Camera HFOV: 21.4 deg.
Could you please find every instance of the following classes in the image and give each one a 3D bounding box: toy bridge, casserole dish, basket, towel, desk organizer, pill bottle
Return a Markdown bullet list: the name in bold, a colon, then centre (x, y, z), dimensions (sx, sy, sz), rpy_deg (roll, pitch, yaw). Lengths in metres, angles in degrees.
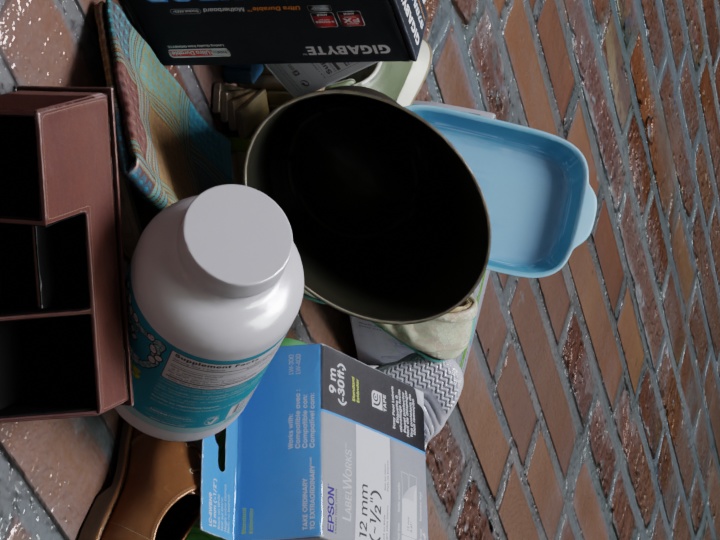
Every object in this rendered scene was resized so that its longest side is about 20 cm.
- **toy bridge**: centre (-0.140, -0.033, 1.332), dimensions (0.200, 0.027, 0.068), rpy_deg (56, 44, -56)
- **casserole dish**: centre (0.095, -0.064, 1.567), dimensions (0.039, 0.198, 0.122), rpy_deg (93, 10, -85)
- **basket**: centre (-0.003, -0.063, 1.334), dimensions (0.136, 0.180, 0.200), rpy_deg (-51, -168, 7)
- **towel**: centre (-0.123, -0.078, 1.303), dimensions (0.200, 0.022, 0.148), rpy_deg (52, 20, -57)
- **desk organizer**: centre (-0.194, -0.007, 1.157), dimensions (0.077, 0.071, 0.202), rpy_deg (-27, 118, -61)
- **pill bottle**: centre (-0.101, 0.024, 1.223), dimensions (0.200, 0.110, 0.111), rpy_deg (121, -9, -57)

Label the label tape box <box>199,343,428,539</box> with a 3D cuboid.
- **label tape box**: centre (-0.030, 0.135, 1.367), dimensions (0.200, 0.066, 0.144), rpy_deg (30, 53, -50)

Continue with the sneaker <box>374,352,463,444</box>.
- **sneaker**: centre (0.011, 0.111, 1.548), dimensions (0.076, 0.200, 0.114), rpy_deg (46, 29, -9)

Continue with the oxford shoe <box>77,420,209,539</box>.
- **oxford shoe**: centre (-0.132, 0.137, 1.327), dimensions (0.071, 0.071, 0.201), rpy_deg (58, 40, -51)

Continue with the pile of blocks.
- **pile of blocks**: centre (-0.067, -0.145, 1.447), dimensions (0.082, 0.062, 0.202), rpy_deg (-6, 99, -67)

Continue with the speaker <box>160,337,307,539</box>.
- **speaker**: centre (-0.084, 0.142, 1.421), dimensions (0.201, 0.088, 0.089), rpy_deg (-61, 147, -45)

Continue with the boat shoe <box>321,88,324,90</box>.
- **boat shoe**: centre (-0.024, -0.222, 1.532), dimensions (0.071, 0.064, 0.202), rpy_deg (43, 54, -61)

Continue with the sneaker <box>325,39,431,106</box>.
- **sneaker**: centre (-0.010, -0.126, 1.598), dimensions (0.090, 0.067, 0.202), rpy_deg (33, 70, -43)

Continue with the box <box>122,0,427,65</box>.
- **box**: centre (-0.070, -0.206, 1.255), dimensions (0.159, 0.198, 0.046), rpy_deg (67, 32, -48)

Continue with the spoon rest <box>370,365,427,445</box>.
- **spoon rest**: centre (0.004, 0.180, 1.644), dimensions (0.061, 0.099, 0.202), rpy_deg (-24, -130, 65)

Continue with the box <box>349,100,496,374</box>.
- **box**: centre (0.062, -0.016, 1.684), dimensions (0.177, 0.096, 0.201), rpy_deg (77, 26, -60)

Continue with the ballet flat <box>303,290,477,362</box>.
- **ballet flat**: centre (0.000, 0.000, 1.460), dimensions (0.063, 0.199, 0.068), rpy_deg (-64, 180, 35)

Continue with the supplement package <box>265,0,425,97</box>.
- **supplement package**: centre (-0.025, -0.259, 1.401), dimensions (0.156, 0.110, 0.201), rpy_deg (48, 44, -24)
